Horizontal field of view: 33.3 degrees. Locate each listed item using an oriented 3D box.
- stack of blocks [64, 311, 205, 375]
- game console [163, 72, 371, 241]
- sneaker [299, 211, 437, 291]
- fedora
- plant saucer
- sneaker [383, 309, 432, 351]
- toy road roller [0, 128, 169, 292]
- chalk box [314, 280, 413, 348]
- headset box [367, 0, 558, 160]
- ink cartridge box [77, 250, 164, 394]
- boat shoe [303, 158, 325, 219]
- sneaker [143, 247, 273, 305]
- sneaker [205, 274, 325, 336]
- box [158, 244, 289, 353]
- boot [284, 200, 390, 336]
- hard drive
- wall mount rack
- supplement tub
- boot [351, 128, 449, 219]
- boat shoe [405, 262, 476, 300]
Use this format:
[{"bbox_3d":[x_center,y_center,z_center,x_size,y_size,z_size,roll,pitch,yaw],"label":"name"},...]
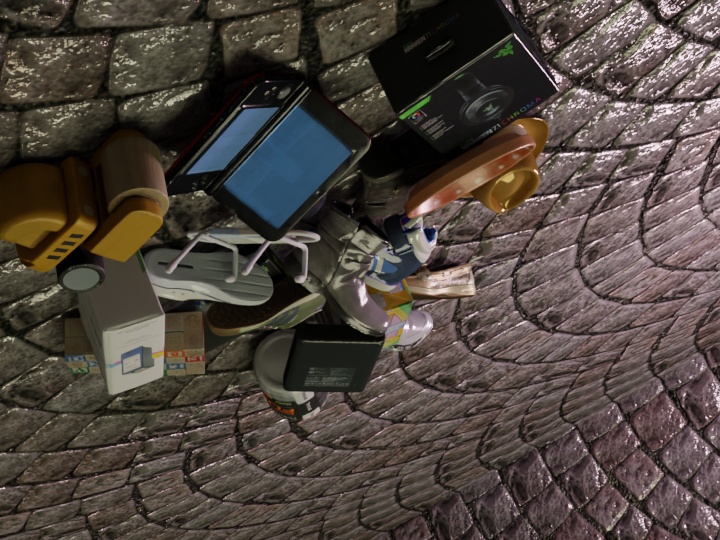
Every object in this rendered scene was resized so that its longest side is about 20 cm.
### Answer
[{"bbox_3d":[-0.329,0.112,1.773,0.197,0.059,0.115,-2,158,-8],"label":"stack of blocks"},{"bbox_3d":[-0.114,-0.127,1.440,0.200,0.119,0.172,-44,170,24],"label":"game console"},{"bbox_3d":[0.023,-0.054,1.800,0.199,0.081,0.146,23,124,-36],"label":"sneaker"},{"bbox_3d":[0.209,-0.144,1.793,0.198,0.083,0.201,-20,157,-9],"label":"fedora"},{"bbox_3d":[0.145,-0.133,1.637,0.199,0.033,0.200,-29,174,-3],"label":"plant saucer"},{"bbox_3d":[0.053,0.093,2.152,0.198,0.076,0.115,-9,156,-24],"label":"sneaker"},{"bbox_3d":[-0.329,-0.077,1.381,0.199,0.124,0.145,-37,142,28],"label":"toy road roller"},{"bbox_3d":[-0.003,0.061,1.974,0.122,0.125,0.201,-17,157,-16],"label":"chalk box"},{"bbox_3d":[0.128,-0.246,1.491,0.173,0.094,0.200,-32,155,15],"label":"headset box"},{"bbox_3d":[-0.326,0.055,1.622,0.087,0.146,0.201,-17,155,-20],"label":"ink cartridge box"},{"bbox_3d":[-0.077,-0.124,1.591,0.092,0.075,0.200,-13,163,-34],"label":"boat shoe"},{"bbox_3d":[-0.223,0.011,1.712,0.198,0.074,0.071,14,155,-25],"label":"sneaker"},{"bbox_3d":[-0.133,0.064,1.804,0.198,0.067,0.090,-23,149,-17],"label":"sneaker"},{"bbox_3d":[-0.200,0.045,1.846,0.198,0.048,0.193,-26,153,4],"label":"box"},{"bbox_3d":[0.000,0.000,1.737,0.199,0.070,0.132,37,107,-26],"label":"boot"},{"bbox_3d":[-0.045,0.142,1.921,0.138,0.033,0.201,2,152,-10],"label":"hard drive"},{"bbox_3d":[-0.159,-0.020,1.597,0.198,0.076,0.173,0,172,25],"label":"wall mount rack"},{"bbox_3d":[-0.118,0.191,2.136,0.121,0.124,0.200,-22,156,-4],"label":"supplement tub"},{"bbox_3d":[0.073,-0.139,1.716,0.198,0.070,0.174,-17,161,-7],"label":"boot"},{"bbox_3d":[0.117,0.017,2.091,0.198,0.064,0.073,2,172,-41],"label":"boat shoe"}]
